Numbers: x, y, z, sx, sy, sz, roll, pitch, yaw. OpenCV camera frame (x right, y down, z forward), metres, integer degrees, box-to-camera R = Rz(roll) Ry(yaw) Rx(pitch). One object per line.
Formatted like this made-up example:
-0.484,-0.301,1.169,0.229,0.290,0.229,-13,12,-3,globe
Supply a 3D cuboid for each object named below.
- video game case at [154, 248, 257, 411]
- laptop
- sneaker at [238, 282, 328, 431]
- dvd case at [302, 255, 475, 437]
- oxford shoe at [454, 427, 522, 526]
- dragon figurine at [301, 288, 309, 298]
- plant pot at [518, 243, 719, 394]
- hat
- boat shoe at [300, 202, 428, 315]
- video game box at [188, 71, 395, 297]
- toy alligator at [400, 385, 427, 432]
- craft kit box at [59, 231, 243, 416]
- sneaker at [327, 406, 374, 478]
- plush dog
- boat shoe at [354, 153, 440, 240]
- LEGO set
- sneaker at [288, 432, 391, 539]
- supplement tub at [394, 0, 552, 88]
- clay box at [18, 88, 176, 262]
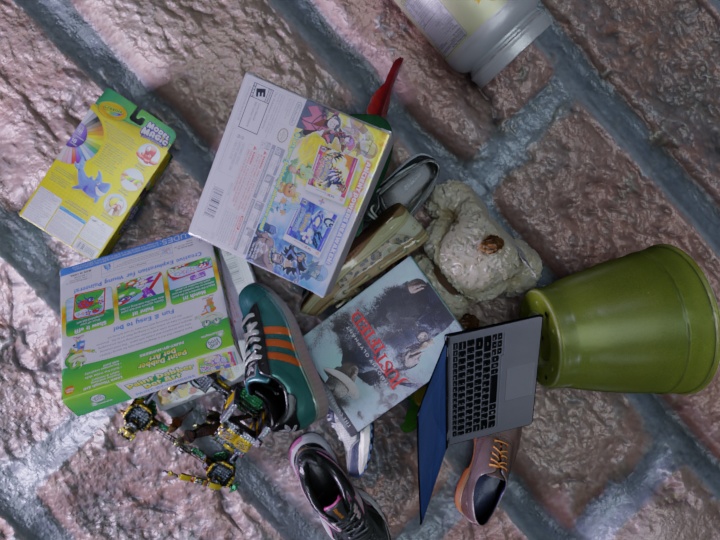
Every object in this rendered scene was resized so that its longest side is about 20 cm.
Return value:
-0.219,0.065,0.887,0.181,0.023,0.201,-20,93,-6,video game case
0.146,0.177,0.788,0.199,0.116,0.188,-11,124,-10,laptop
-0.116,0.107,0.822,0.080,0.071,0.201,-16,68,-39,sneaker
0.027,0.098,0.840,0.200,0.022,0.146,-36,81,10,dvd case
0.192,0.258,0.910,0.071,0.073,0.201,16,88,-6,oxford shoe
-0.113,-0.060,0.879,0.099,0.059,0.202,-2,86,-5,dragon figurine
0.320,0.077,0.856,0.192,0.200,0.202,-8,91,-9,plant pot
0.035,-0.166,0.855,0.175,0.166,0.201,-21,106,-16,hat
0.000,0.000,0.852,0.063,0.073,0.200,42,113,-14,boat shoe
-0.080,-0.098,0.750,0.181,0.047,0.201,25,101,10,video game box
0.124,0.146,0.914,0.200,0.059,0.054,-40,54,-5,toy alligator
-0.258,0.053,0.792,0.199,0.049,0.198,-17,49,-5,craft kit box
-0.025,0.180,0.893,0.085,0.077,0.202,-4,83,3,sneaker
0.128,0.003,0.879,0.200,0.161,0.172,44,112,-3,plush dog
0.031,-0.083,0.888,0.072,0.071,0.200,39,92,-6,boat shoe
-0.205,0.195,0.822,0.154,0.116,0.200,-45,99,-2,LEGO set
-0.031,0.319,0.878,0.080,0.086,0.200,-40,95,-3,sneaker
0.142,-0.360,0.865,0.145,0.145,0.200,-43,95,-5,supplement tub
-0.337,-0.124,0.859,0.115,0.048,0.201,33,85,-6,clay box
